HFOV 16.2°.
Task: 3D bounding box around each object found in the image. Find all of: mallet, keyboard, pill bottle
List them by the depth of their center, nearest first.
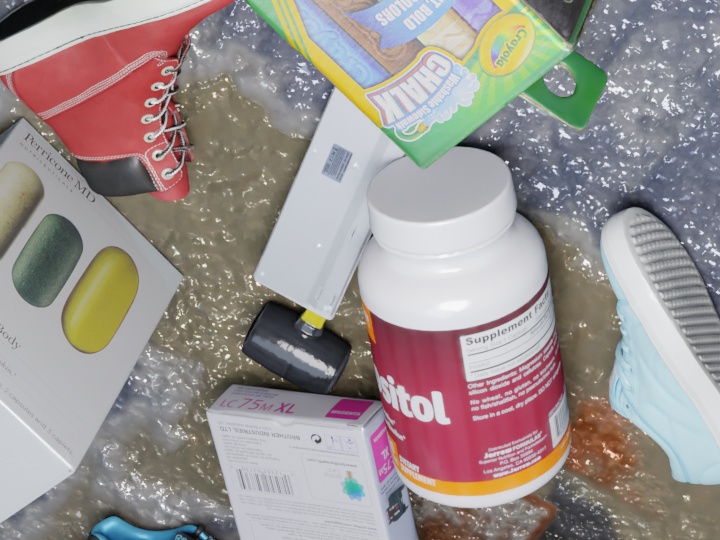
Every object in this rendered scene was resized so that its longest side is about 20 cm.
[{"bbox_3d":[0.060,0.032,1.506,0.113,0.113,0.200,1,124,19],"label":"pill bottle"},{"bbox_3d":[-0.006,-0.061,1.507,0.056,0.011,0.200,31,120,11],"label":"keyboard"},{"bbox_3d":[0.000,0.000,1.555,0.066,0.041,0.200,35,125,-6],"label":"mallet"}]

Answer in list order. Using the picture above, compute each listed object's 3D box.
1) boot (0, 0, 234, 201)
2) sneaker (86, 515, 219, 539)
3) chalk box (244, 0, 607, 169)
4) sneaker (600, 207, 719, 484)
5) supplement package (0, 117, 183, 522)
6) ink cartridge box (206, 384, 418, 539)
[{"bbox_3d":[-0.112,-0.114,1.491,0.200,0.072,0.144,-19,117,39],"label":"boot"},{"bbox_3d":[-0.098,0.220,1.725,0.200,0.073,0.082,6,126,15],"label":"sneaker"},{"bbox_3d":[0.049,-0.151,1.368,0.200,0.124,0.124,44,127,-13],"label":"chalk box"},{"bbox_3d":[0.175,0.055,1.507,0.082,0.074,0.200,-18,116,26],"label":"sneaker"},{"bbox_3d":[-0.238,0.043,1.563,0.151,0.200,0.152,-34,109,35],"label":"supplement package"},{"bbox_3d":[-0.021,0.170,1.627,0.119,0.042,0.200,5,119,31],"label":"ink cartridge box"}]
